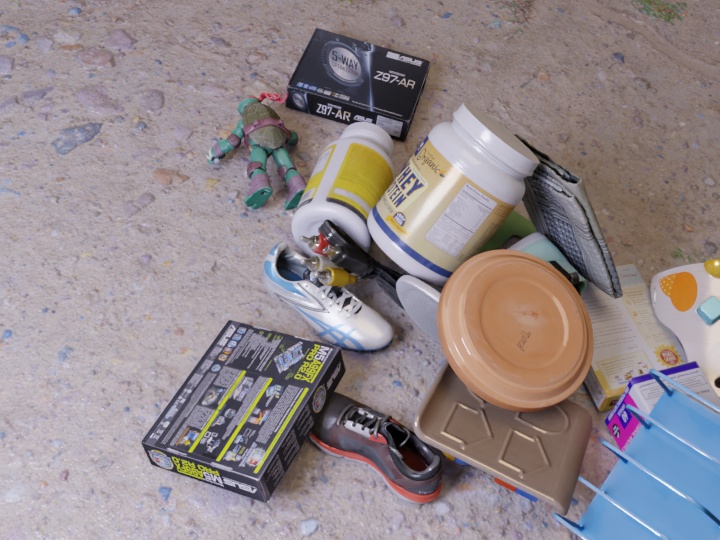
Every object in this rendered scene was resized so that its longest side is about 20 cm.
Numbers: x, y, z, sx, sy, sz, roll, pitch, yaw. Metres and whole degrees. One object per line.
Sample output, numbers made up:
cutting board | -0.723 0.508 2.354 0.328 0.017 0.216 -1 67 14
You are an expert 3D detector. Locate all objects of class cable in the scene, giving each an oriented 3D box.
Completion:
cable | 0.000 0.000 1.264 0.199 0.050 0.098 28 32 -42

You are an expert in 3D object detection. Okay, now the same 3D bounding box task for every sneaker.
sneaker | 0.016 0.185 1.133 0.199 0.082 0.077 30 51 13
sneaker | 0.142 0.048 1.212 0.199 0.071 0.099 33 56 3
sneaker | -0.043 0.036 1.253 0.199 0.073 0.072 33 51 14
sneaker | 0.201 0.038 1.272 0.200 0.074 0.118 -33 54 -16

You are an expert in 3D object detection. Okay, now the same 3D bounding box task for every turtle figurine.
turtle figurine | -0.145 -0.181 1.400 0.149 0.101 0.201 -11 59 -19

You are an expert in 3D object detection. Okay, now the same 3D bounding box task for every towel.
towel | 0.261 -0.071 1.289 0.034 0.201 0.193 -31 31 -4

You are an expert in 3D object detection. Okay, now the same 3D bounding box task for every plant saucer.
plant saucer | 0.188 0.066 1.160 0.199 0.032 0.202 7 65 -15

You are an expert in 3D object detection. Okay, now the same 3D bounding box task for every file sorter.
file sorter | 0.321 0.226 1.039 0.138 0.123 0.201 33 87 37

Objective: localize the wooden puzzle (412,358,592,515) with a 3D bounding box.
wooden puzzle | 0.170 0.190 1.162 0.199 0.046 0.185 29 35 7

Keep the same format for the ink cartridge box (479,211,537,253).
ink cartridge box | 0.159 -0.084 1.408 0.199 0.048 0.145 34 52 20

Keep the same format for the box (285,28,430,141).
box | -0.002 -0.297 1.553 0.199 0.044 0.161 17 50 4

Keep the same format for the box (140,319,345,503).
box | -0.131 0.155 1.124 0.159 0.044 0.200 12 47 23

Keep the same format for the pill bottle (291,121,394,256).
pill bottle | -0.016 -0.112 1.353 0.111 0.112 0.201 18 50 4

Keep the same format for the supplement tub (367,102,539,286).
supplement tub | 0.117 -0.096 1.236 0.144 0.200 0.145 33 18 -13

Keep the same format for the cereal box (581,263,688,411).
cereal box | 0.343 0.085 1.306 0.143 0.040 0.201 -7 51 -16

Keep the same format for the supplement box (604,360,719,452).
supplement box | 0.391 0.225 1.159 0.103 0.102 0.201 -11 53 -19

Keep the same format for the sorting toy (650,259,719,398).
sorting toy | 0.494 0.095 1.278 0.199 0.107 0.181 14 63 -15
